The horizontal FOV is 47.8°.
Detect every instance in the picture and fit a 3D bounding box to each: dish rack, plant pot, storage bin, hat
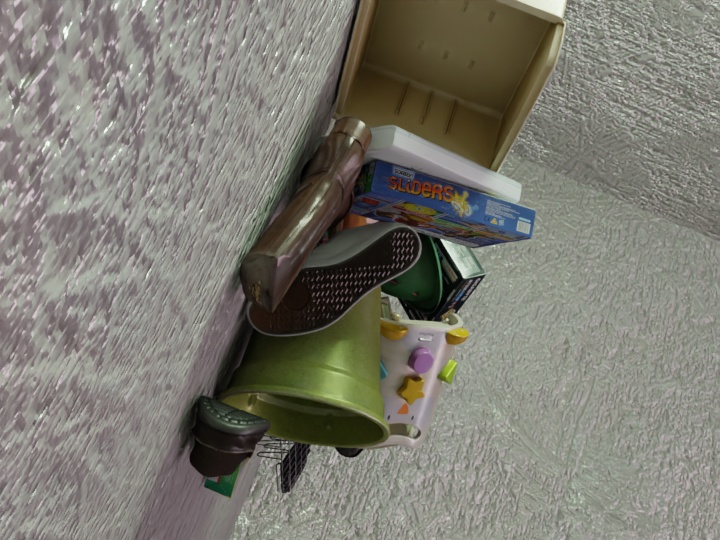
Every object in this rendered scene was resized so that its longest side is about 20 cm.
[{"bbox_3d":[-0.105,0.192,1.113,0.153,0.054,0.204,-42,132,-71],"label":"dish rack"},{"bbox_3d":[-0.051,0.086,0.944,0.201,0.197,0.187,111,-10,-65],"label":"plant pot"},{"bbox_3d":[0.091,-0.223,0.860,0.199,0.197,0.095,111,-1,-59],"label":"storage bin"},{"bbox_3d":[0.000,0.000,1.143,0.165,0.174,0.203,29,-44,54],"label":"hat"}]

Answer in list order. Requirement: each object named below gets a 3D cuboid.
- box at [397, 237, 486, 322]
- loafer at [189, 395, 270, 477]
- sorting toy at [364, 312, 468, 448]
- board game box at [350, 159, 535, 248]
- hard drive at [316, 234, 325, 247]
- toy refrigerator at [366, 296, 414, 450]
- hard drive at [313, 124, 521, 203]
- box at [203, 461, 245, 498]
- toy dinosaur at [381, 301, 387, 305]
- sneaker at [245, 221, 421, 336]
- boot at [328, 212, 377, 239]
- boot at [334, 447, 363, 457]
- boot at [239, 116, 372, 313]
[{"bbox_3d":[0.091,-0.025,1.234,0.045,0.202,0.160,-12,150,-32],"label":"box"},{"bbox_3d":[-0.133,0.172,0.803,0.200,0.072,0.072,110,0,-76],"label":"loafer"},{"bbox_3d":[0.052,0.149,1.080,0.107,0.197,0.183,27,-72,59],"label":"sorting toy"},{"bbox_3d":[0.078,-0.070,0.920,0.135,0.197,0.035,172,-69,-68],"label":"board game box"},{"bbox_3d":[-0.029,-0.135,1.068,0.140,0.037,0.203,107,4,-82],"label":"hard drive"},{"bbox_3d":[0.028,0.143,1.160,0.076,0.069,0.204,-8,88,-80],"label":"toy refrigerator"},{"bbox_3d":[0.064,-0.109,0.892,0.131,0.198,0.027,2,-102,50],"label":"hard drive"},{"bbox_3d":[-0.160,0.210,1.172,0.201,0.048,0.118,-64,175,-54],"label":"box"},{"bbox_3d":[-0.049,0.018,1.150,0.199,0.100,0.059,17,-59,61],"label":"toy dinosaur"},{"bbox_3d":[-0.033,0.007,0.875,0.074,0.198,0.085,69,-12,-19],"label":"sneaker"},{"bbox_3d":[0.047,-0.071,1.026,0.201,0.153,0.074,-67,180,-49],"label":"boot"},{"bbox_3d":[-0.048,0.189,1.114,0.174,0.068,0.203,-43,123,-73],"label":"boot"},{"bbox_3d":[-0.064,-0.029,0.789,0.187,0.063,0.202,113,3,-58],"label":"boot"}]
